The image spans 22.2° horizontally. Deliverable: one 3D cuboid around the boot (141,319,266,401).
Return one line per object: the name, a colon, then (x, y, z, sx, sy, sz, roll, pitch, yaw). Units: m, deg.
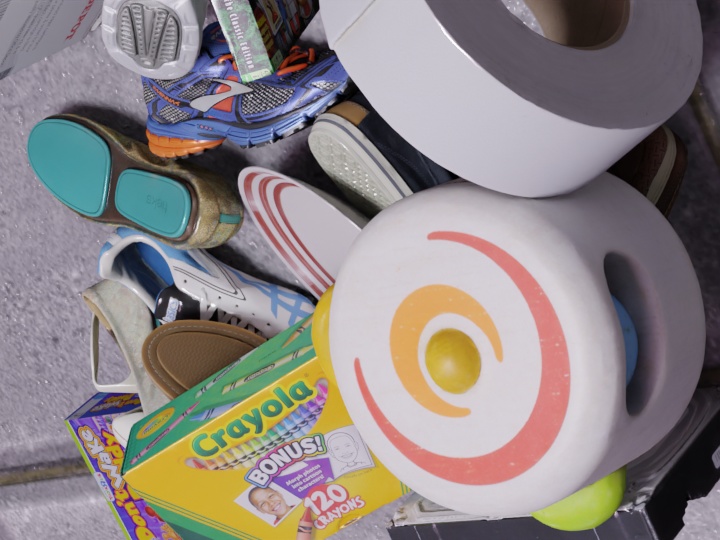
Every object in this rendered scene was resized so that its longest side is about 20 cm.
boot: (-0.071, 0.119, 1.293, 0.200, 0.074, 0.155, 27, 152, 0)

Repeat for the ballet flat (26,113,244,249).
ballet flat: (-0.155, -0.060, 1.280, 0.200, 0.071, 0.071, 24, 132, 42)

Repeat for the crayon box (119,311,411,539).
crayon box: (-0.039, 0.107, 1.174, 0.200, 0.058, 0.119, -32, 115, 19)

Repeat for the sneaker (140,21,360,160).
sneaker: (-0.075, -0.122, 1.175, 0.200, 0.075, 0.079, -7, 110, 39)

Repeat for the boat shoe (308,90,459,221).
boat shoe: (0.048, -0.034, 1.143, 0.200, 0.062, 0.075, 50, 155, -22)

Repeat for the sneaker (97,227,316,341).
sneaker: (-0.099, 0.030, 1.294, 0.200, 0.072, 0.072, 30, 132, 15)

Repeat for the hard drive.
hard drive: (0.128, 0.127, 1.133, 0.200, 0.140, 0.038, -12, 110, 43)

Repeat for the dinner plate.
dinner plate: (0.000, 0.000, 1.186, 0.200, 0.024, 0.200, 38, 164, 13)

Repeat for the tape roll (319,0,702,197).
tape roll: (0.078, -0.140, 0.946, 0.203, 0.202, 0.071, 49, 137, 0)

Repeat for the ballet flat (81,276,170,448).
ballet flat: (-0.159, 0.094, 1.334, 0.068, 0.062, 0.200, 90, 163, -63)

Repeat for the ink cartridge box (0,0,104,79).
ink cartridge box: (-0.239, -0.186, 1.168, 0.085, 0.200, 0.146, 51, 136, 6)

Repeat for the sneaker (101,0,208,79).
sneaker: (-0.115, -0.220, 1.118, 0.078, 0.100, 0.200, 16, 134, -4)

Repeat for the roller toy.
roller toy: (0.080, 0.034, 0.999, 0.200, 0.140, 0.183, 43, 122, 21)

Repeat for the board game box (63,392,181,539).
board game box: (-0.135, 0.186, 1.448, 0.134, 0.045, 0.200, -11, 111, 42)

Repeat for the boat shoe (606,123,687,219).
boat shoe: (0.142, -0.004, 1.094, 0.203, 0.075, 0.075, -56, 36, 32)

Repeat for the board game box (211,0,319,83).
board game box: (-0.052, -0.185, 1.027, 0.023, 0.200, 0.105, -16, 110, 17)
